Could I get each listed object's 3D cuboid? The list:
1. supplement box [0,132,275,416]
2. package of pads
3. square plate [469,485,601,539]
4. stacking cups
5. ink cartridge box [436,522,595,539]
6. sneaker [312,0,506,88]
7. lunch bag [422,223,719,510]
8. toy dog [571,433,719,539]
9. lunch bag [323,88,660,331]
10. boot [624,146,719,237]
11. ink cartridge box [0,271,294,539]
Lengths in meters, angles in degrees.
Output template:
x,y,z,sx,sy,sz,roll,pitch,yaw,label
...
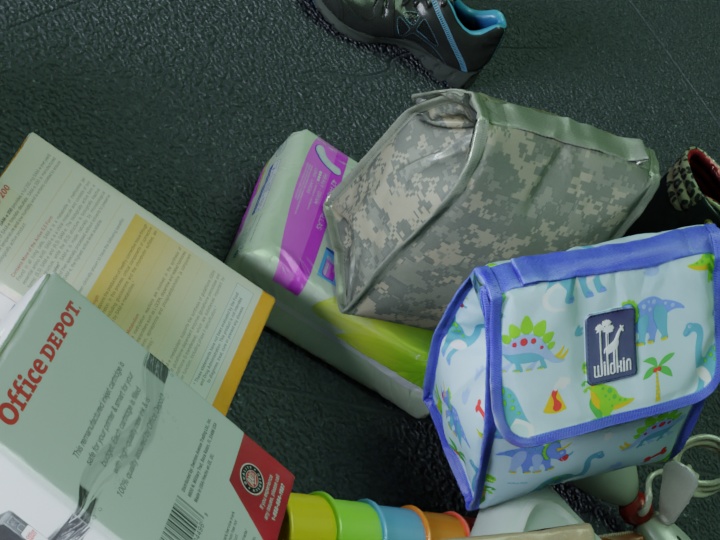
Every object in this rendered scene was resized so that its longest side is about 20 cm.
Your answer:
x,y,z,sx,sy,sz,roll,pitch,yaw,label
-0.168,0.022,0.905,0.199,0.074,0.127,35,41,-11,supplement box
0.000,0.000,1.072,0.199,0.068,0.155,33,43,-15,package of pads
0.141,0.254,0.964,0.198,0.028,0.201,45,46,-17,square plate
0.014,0.179,0.944,0.198,0.060,0.061,10,50,-39,stacking cups
0.072,0.262,0.840,0.163,0.075,0.203,-2,76,-27,ink cartridge box
0.044,-0.247,1.306,0.198,0.082,0.074,20,47,-25,sneaker
0.143,0.054,0.930,0.168,0.201,0.128,-12,50,-16,lunch bag
0.200,0.160,1.068,0.198,0.133,0.096,30,2,-6,toy dog
0.091,-0.048,0.982,0.162,0.200,0.119,13,51,-30,lunch bag
0.273,0.008,1.227,0.073,0.154,0.206,12,49,-32,boot
-0.146,0.120,0.796,0.200,0.084,0.145,43,28,-16,ink cartridge box
